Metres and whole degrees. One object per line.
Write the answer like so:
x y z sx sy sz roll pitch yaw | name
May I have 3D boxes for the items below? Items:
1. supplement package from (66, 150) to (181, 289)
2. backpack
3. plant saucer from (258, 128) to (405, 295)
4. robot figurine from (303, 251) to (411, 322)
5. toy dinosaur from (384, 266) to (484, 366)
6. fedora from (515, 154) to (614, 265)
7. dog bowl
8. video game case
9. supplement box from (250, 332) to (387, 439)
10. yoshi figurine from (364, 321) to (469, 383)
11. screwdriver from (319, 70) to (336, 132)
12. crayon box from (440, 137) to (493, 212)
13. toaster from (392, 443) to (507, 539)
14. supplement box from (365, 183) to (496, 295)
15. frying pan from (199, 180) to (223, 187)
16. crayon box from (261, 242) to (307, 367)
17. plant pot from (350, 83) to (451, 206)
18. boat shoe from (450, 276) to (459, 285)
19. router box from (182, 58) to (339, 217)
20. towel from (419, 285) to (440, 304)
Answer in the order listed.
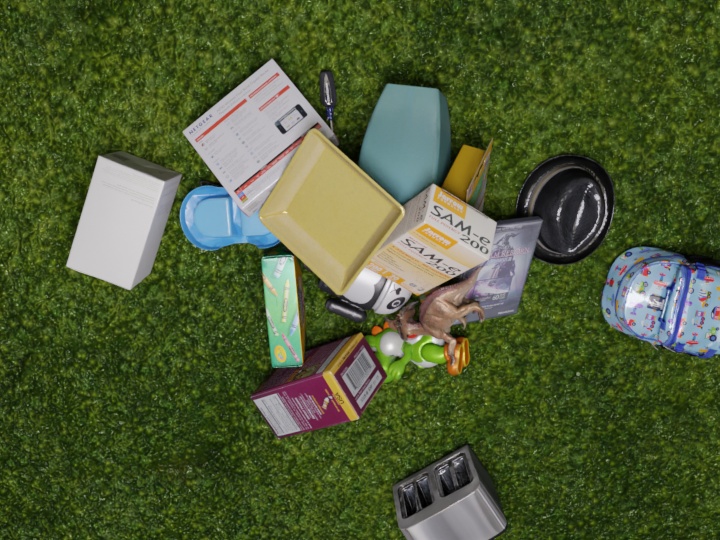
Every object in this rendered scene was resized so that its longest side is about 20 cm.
-0.409 -0.090 1.260 0.119 0.121 0.201 20 102 -5 | supplement package
0.546 0.052 1.297 0.198 0.135 0.184 14 102 -1 | backpack
-0.043 -0.096 1.168 0.200 0.048 0.200 42 123 7 | plant saucer
0.001 -0.001 1.282 0.199 0.125 0.151 24 142 -6 | robot figurine
0.127 0.069 1.228 0.135 0.086 0.201 26 123 -5 | toy dinosaur
0.370 -0.100 1.276 0.199 0.092 0.202 0 104 0 | fedora
-0.213 -0.096 1.271 0.198 0.050 0.112 -2 99 9 | dog bowl
0.238 0.002 1.281 0.142 0.019 0.201 -8 126 -24 | video game case
-0.074 0.207 1.291 0.199 0.131 0.104 -21 106 36 | supplement box
0.094 0.165 1.330 0.198 0.112 0.113 3 139 21 | yoshi figurine
-0.053 -0.247 1.270 0.029 0.028 0.202 -8 102 -28 | screwdriver
0.168 -0.114 1.204 0.051 0.126 0.201 19 147 15 | crayon box
0.164 0.446 1.357 0.180 0.200 0.119 -31 106 8 | toaster
0.102 -0.042 1.149 0.125 0.200 0.074 28 60 -18 | supplement box
-0.184 -0.132 1.302 0.190 0.031 0.115 42 98 -12 | frying pan
-0.134 0.058 1.300 0.058 0.119 0.202 -3 104 1 | crayon box
0.081 -0.202 1.216 0.140 0.141 0.202 11 96 15 | plant pot
0.215 0.002 1.324 0.073 0.063 0.200 30 105 -38 | boat shoe
-0.167 -0.223 1.219 0.200 0.049 0.180 -38 77 0 | router box
0.120 0.000 1.308 0.018 0.086 0.201 -20 104 -21 | towel
